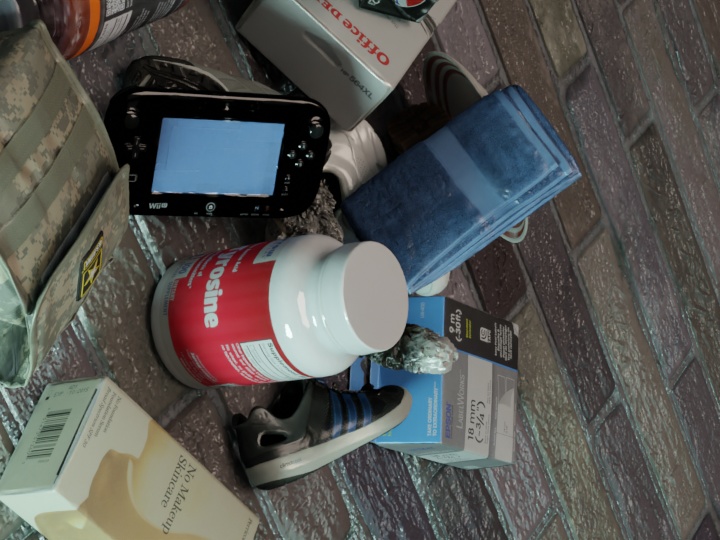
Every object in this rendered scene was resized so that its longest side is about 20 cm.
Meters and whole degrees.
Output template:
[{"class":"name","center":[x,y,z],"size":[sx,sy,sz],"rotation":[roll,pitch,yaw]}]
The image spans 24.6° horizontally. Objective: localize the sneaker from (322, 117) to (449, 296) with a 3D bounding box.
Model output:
[{"class":"sneaker","center":[0.003,-0.044,1.534],"size":[0.201,0.078,0.099],"rotation":[52,55,-13]}]

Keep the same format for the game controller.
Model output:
[{"class":"game controller","center":[-0.118,-0.094,1.342],"size":[0.198,0.042,0.106],"rotation":[0,104,-29]}]

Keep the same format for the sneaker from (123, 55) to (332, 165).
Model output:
[{"class":"sneaker","center":[-0.119,-0.134,1.404],"size":[0.199,0.074,0.080],"rotation":[20,25,-38]}]

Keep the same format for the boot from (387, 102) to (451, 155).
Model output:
[{"class":"boot","center":[0.092,-0.077,1.584],"size":[0.200,0.074,0.108],"rotation":[-118,-176,-59]}]

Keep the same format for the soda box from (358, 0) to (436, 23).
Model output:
[{"class":"soda box","center":[0.036,-0.326,1.482],"size":[0.063,0.071,0.202],"rotation":[12,57,-23]}]

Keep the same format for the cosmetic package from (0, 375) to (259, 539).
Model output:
[{"class":"cosmetic package","center":[-0.173,0.181,1.259],"size":[0.200,0.070,0.106],"rotation":[47,49,-36]}]

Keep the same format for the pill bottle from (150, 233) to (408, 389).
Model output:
[{"class":"pill bottle","center":[-0.064,0.032,1.324],"size":[0.112,0.198,0.114],"rotation":[14,72,-50]}]

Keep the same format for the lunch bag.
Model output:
[{"class":"lunch bag","center":[-0.242,-0.041,1.153],"size":[0.201,0.116,0.165],"rotation":[63,37,-34]}]

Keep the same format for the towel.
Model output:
[{"class":"towel","center":[0.086,-0.071,1.461],"size":[0.112,0.199,0.049],"rotation":[54,-1,10]}]

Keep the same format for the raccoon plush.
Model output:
[{"class":"raccoon plush","center":[0.000,0.000,1.426],"size":[0.097,0.197,0.136],"rotation":[-41,135,-61]}]

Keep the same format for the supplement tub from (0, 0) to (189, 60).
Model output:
[{"class":"supplement tub","center":[-0.217,-0.221,1.254],"size":[0.200,0.106,0.108],"rotation":[-35,110,-49]}]

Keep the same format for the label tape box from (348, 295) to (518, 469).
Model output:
[{"class":"label tape box","center":[0.075,0.106,1.598],"size":[0.199,0.063,0.146],"rotation":[20,67,-49]}]

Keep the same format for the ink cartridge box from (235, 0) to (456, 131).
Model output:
[{"class":"ink cartridge box","center":[-0.003,-0.249,1.516],"size":[0.146,0.084,0.201],"rotation":[41,50,-8]}]

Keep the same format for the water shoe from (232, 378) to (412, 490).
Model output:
[{"class":"water shoe","center":[-0.028,0.122,1.451],"size":[0.199,0.071,0.080],"rotation":[-25,93,-48]}]

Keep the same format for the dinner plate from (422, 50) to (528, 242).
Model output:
[{"class":"dinner plate","center":[0.116,-0.122,1.592],"size":[0.024,0.200,0.202],"rotation":[-24,106,-11]}]
